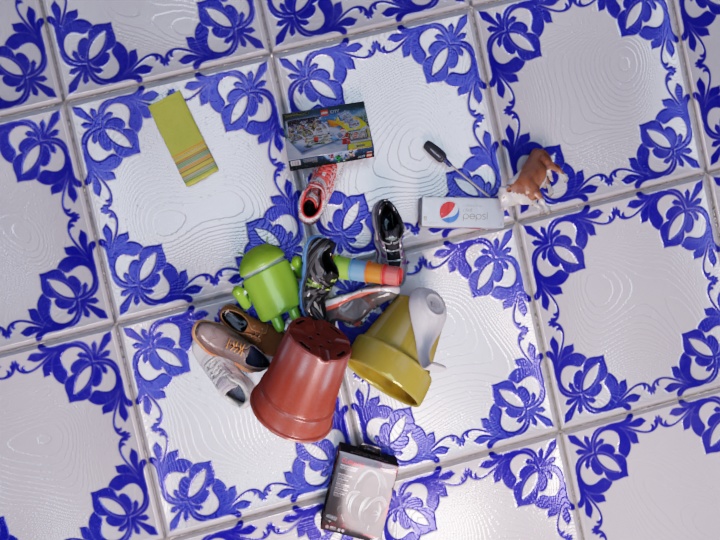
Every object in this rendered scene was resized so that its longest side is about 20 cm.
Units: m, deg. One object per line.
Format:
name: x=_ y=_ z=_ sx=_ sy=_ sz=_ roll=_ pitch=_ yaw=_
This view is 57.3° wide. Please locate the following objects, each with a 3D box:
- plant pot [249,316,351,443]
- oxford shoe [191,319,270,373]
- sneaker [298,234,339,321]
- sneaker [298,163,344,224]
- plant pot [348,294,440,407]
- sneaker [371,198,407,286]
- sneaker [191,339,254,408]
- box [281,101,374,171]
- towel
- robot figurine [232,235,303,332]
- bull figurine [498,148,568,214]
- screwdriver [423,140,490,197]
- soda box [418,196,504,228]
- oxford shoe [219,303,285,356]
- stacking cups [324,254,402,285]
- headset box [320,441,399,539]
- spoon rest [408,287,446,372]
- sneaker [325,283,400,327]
plant pot: x=-0.116 y=0.223 z=1.414 sx=0.196 sy=0.202 sz=0.199 roll=23 pitch=114 yaw=-4
oxford shoe: x=-0.279 y=0.163 z=1.446 sx=0.198 sy=0.072 sz=0.073 roll=34 pitch=64 yaw=-35
sneaker: x=-0.087 y=0.026 z=1.448 sx=0.080 sy=0.070 sz=0.207 roll=8 pitch=100 yaw=27
sneaker: x=-0.084 y=-0.200 z=1.485 sx=0.066 sy=0.108 sz=0.206 roll=24 pitch=89 yaw=-4
plant pot: x=0.089 y=0.169 z=1.470 sx=0.198 sy=0.201 sz=0.192 roll=32 pitch=74 yaw=-4
sneaker: x=0.067 y=-0.062 z=1.480 sx=0.075 sy=0.140 sz=0.207 roll=-14 pitch=92 yaw=-3
sneaker: x=-0.307 y=0.227 z=1.484 sx=0.075 sy=0.100 sz=0.201 roll=-42 pitch=92 yaw=1
box: x=-0.074 y=-0.304 z=1.486 sx=0.193 sy=0.038 sz=0.140 roll=-9 pitch=59 yaw=-3
towel: x=-0.406 y=-0.301 z=1.510 sx=0.084 sy=0.018 sz=0.205 roll=-26 pitch=92 yaw=-8
robot figurine: x=-0.199 y=0.033 z=1.478 sx=0.172 sy=0.116 sz=0.205 roll=-26 pitch=92 yaw=-4
bull figurine: x=0.395 y=-0.196 z=1.510 sx=0.121 sy=0.065 sz=0.201 roll=42 pitch=63 yaw=-7
screwdriver: x=0.221 y=-0.230 z=1.526 sx=0.029 sy=0.028 sz=0.200 roll=-43 pitch=80 yaw=-5
soda box: x=0.232 y=-0.133 z=1.529 sx=0.193 sy=0.064 sz=0.071 roll=1 pitch=91 yaw=-4
oxford shoe: x=-0.238 y=0.145 z=1.502 sx=0.196 sy=0.071 sz=0.073 roll=28 pitch=88 yaw=-5
stacking cups: x=0.000 y=0.000 z=1.488 sx=0.193 sy=0.060 sz=0.063 roll=9 pitch=91 yaw=16
headset box: x=0.000 y=0.502 z=1.521 sx=0.144 sy=0.077 sz=0.207 roll=15 pitch=92 yaw=-4
spoon rest: x=0.144 y=0.125 z=1.390 sx=0.097 sy=0.061 sz=0.205 roll=20 pitch=49 yaw=-23
sneaker: x=0.005 y=0.085 z=1.505 sx=0.194 sy=0.077 sz=0.085 roll=-16 pitch=92 yaw=18
